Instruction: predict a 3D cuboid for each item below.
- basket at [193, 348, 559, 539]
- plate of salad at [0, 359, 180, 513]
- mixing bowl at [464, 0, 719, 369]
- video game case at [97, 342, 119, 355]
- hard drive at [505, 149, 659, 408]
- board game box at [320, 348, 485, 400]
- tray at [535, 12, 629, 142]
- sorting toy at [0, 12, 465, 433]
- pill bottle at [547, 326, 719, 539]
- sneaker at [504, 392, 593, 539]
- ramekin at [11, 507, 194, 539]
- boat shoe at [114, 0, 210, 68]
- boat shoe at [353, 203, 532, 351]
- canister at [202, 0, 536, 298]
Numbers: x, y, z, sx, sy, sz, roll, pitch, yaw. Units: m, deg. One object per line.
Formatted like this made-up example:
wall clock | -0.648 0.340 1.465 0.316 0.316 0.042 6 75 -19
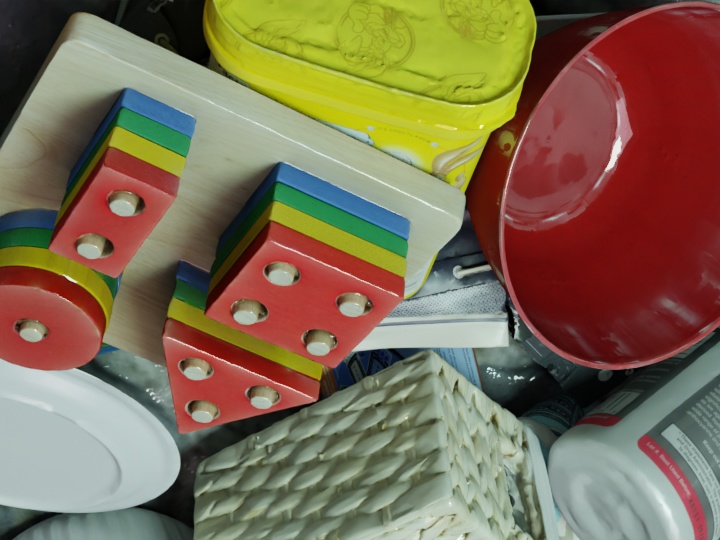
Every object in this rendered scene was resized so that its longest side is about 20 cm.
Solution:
basket | 0.004 0.157 0.980 0.200 0.136 0.123 -29 130 21
plate of salad | -0.200 0.086 0.932 0.200 0.048 0.200 7 146 5
mixing bowl | 0.130 -0.058 0.881 0.200 0.108 0.200 -12 116 -27
video game case | -0.212 -0.012 0.857 0.143 0.018 0.200 -15 136 34
hard drive | 0.179 -0.016 1.016 0.200 0.038 0.140 -39 127 12
board game box | 0.035 0.104 1.066 0.103 0.019 0.200 -21 128 -6
tray | 0.055 -0.099 0.925 0.200 0.022 0.107 -6 125 -14
sorting toy | -0.087 0.002 0.771 0.200 0.070 0.199 24 139 -19
pill bottle | 0.224 0.101 1.037 0.200 0.111 0.111 -33 134 -28
sneaker | 0.147 0.170 1.111 0.086 0.078 0.200 -38 134 -29
ramekin | -0.167 0.246 1.047 0.200 0.105 0.200 -9 126 -13
boat shoe | -0.108 -0.100 0.845 0.072 0.060 0.202 32 110 -34
boat shoe | 0.000 0.000 0.959 0.200 0.075 0.093 -2 92 0
canister | -0.010 -0.071 0.804 0.148 0.087 0.200 16 150 -2
